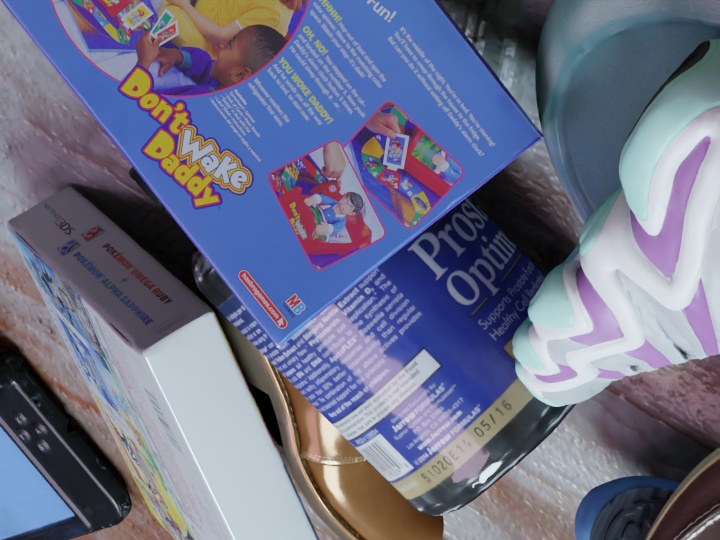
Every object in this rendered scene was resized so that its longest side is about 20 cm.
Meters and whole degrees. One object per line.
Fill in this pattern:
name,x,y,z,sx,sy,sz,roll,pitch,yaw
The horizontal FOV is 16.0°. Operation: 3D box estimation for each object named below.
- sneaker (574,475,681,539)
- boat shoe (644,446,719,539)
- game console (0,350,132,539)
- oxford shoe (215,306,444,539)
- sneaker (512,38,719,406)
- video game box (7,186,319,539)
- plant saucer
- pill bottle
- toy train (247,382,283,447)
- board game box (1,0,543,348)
sneaker,0.185,0.151,1.130,0.200,0.066,0.078,31,180,1
boat shoe,0.178,0.100,1.013,0.200,0.072,0.072,-36,97,36
game console,-0.260,0.122,1.477,0.176,0.116,0.200,52,145,-12
oxford shoe,0.002,0.066,1.205,0.071,0.071,0.200,-12,126,23
sneaker,0.143,0.020,0.958,0.140,0.078,0.200,37,145,10
video game box,-0.089,0.075,1.263,0.182,0.047,0.200,34,152,54
plant saucer,0.147,-0.039,0.983,0.200,0.027,0.200,26,141,23
pill bottle,0.000,0.000,1.094,0.200,0.112,0.112,45,145,-4
toy train,-0.002,0.119,1.290,0.200,0.034,0.046,55,155,-16
board game box,-0.041,-0.090,1.007,0.200,0.134,0.045,52,-176,-3
